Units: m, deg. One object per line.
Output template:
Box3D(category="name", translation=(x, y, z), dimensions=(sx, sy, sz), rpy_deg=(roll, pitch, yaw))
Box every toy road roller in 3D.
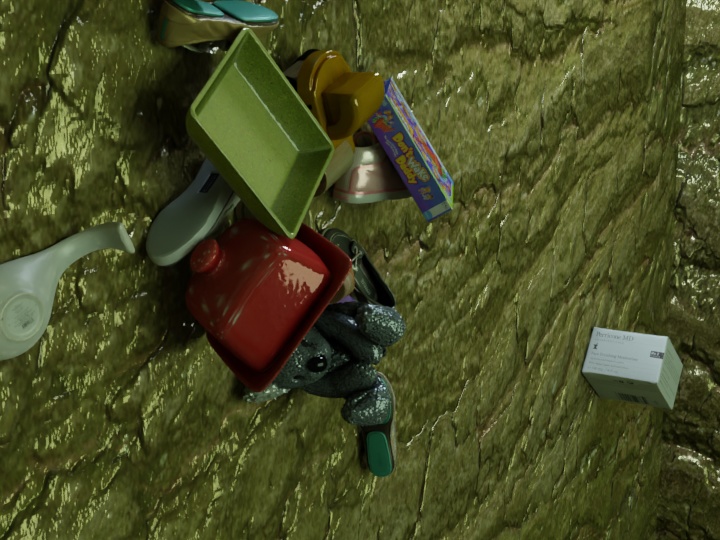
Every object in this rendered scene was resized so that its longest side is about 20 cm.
Box3D(category="toy road roller", translation=(-0.039, -0.203, 1.462), dimensions=(0.123, 0.146, 0.200), rpy_deg=(-48, 134, -43))

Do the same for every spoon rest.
Box3D(category="spoon rest", translation=(-0.334, 0.015, 1.121), dimensions=(0.200, 0.061, 0.099), rpy_deg=(-41, 129, -31))

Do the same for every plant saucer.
Box3D(category="plant saucer", translation=(-0.127, -0.161, 1.281), dimensions=(0.200, 0.048, 0.200), rpy_deg=(53, 35, -27))

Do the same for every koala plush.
Box3D(category="koala plush", translation=(-0.074, 0.119, 1.493), dimensions=(0.200, 0.184, 0.178), rpy_deg=(1, 103, -38))

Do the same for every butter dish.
Box3D(category="butter dish", translation=(-0.141, 0.013, 1.284), dimensions=(0.148, 0.200, 0.200), rpy_deg=(34, 91, -36))

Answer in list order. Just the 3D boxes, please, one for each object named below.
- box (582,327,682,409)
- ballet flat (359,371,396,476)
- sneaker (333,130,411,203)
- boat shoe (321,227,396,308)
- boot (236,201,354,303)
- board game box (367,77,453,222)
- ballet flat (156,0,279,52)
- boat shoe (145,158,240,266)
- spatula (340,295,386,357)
Box3D(category="box", translation=(0.699, 0.251, 2.723), dimensions=(0.200, 0.199, 0.131), rpy_deg=(45, 57, -52))
Box3D(category="ballet flat", translation=(0.029, 0.245, 1.760), dimensions=(0.067, 0.068, 0.200), rpy_deg=(-62, 154, -64))
Box3D(category="sneaker", translation=(0.033, -0.166, 1.656), dimensions=(0.200, 0.075, 0.105), rpy_deg=(-14, 113, -53))
Box3D(category="boat shoe", translation=(0.000, 0.000, 1.654), dimensions=(0.200, 0.057, 0.067), rpy_deg=(56, 50, -48))
Box3D(category="boot", translation=(-0.083, -0.041, 1.480), dimensions=(0.077, 0.200, 0.155), rpy_deg=(-50, -176, 12))
Box3D(category="board game box", translation=(0.075, -0.187, 1.632), dimensions=(0.200, 0.045, 0.134), rpy_deg=(58, 16, -16))
Box3D(category="ballet flat", translation=(-0.179, -0.300, 1.310), dimensions=(0.200, 0.069, 0.063), rpy_deg=(-12, 134, -55))
Box3D(category="boat shoe", translation=(-0.192, -0.070, 1.317), dimensions=(0.200, 0.071, 0.070), rpy_deg=(-62, 149, -34))
Box3D(category="spatula", translation=(-0.002, 0.093, 1.704), dimensions=(0.057, 0.021, 0.200), rpy_deg=(-65, 146, -17))
